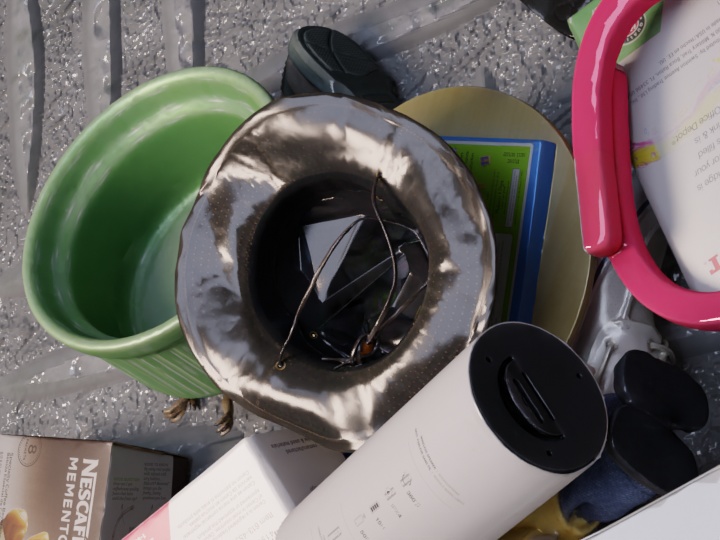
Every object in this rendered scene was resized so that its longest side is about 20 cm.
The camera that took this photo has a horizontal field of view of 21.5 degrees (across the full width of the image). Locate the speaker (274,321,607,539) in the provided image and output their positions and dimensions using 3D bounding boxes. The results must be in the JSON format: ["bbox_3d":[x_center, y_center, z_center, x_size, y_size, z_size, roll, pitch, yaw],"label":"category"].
[{"bbox_3d":[0.035,0.108,0.937,0.200,0.081,0.082,-48,52,45],"label":"speaker"}]

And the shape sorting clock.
[{"bbox_3d":[0.048,-0.005,1.074,0.199,0.039,0.202,-7,77,34],"label":"shape sorting clock"}]

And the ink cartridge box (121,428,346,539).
[{"bbox_3d":[-0.040,0.210,1.066,0.145,0.084,0.201,-40,72,26],"label":"ink cartridge box"}]

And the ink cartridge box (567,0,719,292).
[{"bbox_3d":[0.219,-0.085,1.010,0.145,0.087,0.201,-35,58,27],"label":"ink cartridge box"}]

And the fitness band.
[{"bbox_3d":[0.178,-0.069,0.963,0.143,0.037,0.202,-12,74,33],"label":"fitness band"}]

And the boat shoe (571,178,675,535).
[{"bbox_3d":[0.142,0.052,1.050,0.070,0.071,0.201,24,96,30],"label":"boat shoe"}]

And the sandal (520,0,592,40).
[{"bbox_3d":[0.087,-0.209,1.170,0.200,0.045,0.075,40,104,37],"label":"sandal"}]

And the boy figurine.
[{"bbox_3d":[0.096,0.105,0.986,0.200,0.064,0.125,-33,32,51],"label":"boy figurine"}]

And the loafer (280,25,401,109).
[{"bbox_3d":[0.008,-0.073,1.192,0.200,0.071,0.063,56,133,37],"label":"loafer"}]

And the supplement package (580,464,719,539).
[{"bbox_3d":[0.153,0.190,0.879,0.191,0.200,0.148,-31,75,13],"label":"supplement package"}]

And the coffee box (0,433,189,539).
[{"bbox_3d":[-0.189,0.214,1.253,0.114,0.080,0.202,1,79,38],"label":"coffee box"}]

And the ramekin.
[{"bbox_3d":[-0.105,-0.018,1.191,0.199,0.098,0.201,-19,52,26],"label":"ramekin"}]

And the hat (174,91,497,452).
[{"bbox_3d":[0.000,0.000,1.036,0.199,0.081,0.202,-1,88,30],"label":"hat"}]

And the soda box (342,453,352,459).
[{"bbox_3d":[-0.002,0.140,1.135,0.199,0.068,0.064,-32,62,27],"label":"soda box"}]

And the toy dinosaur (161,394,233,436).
[{"bbox_3d":[-0.093,0.042,1.252,0.101,0.058,0.201,-38,46,11],"label":"toy dinosaur"}]
